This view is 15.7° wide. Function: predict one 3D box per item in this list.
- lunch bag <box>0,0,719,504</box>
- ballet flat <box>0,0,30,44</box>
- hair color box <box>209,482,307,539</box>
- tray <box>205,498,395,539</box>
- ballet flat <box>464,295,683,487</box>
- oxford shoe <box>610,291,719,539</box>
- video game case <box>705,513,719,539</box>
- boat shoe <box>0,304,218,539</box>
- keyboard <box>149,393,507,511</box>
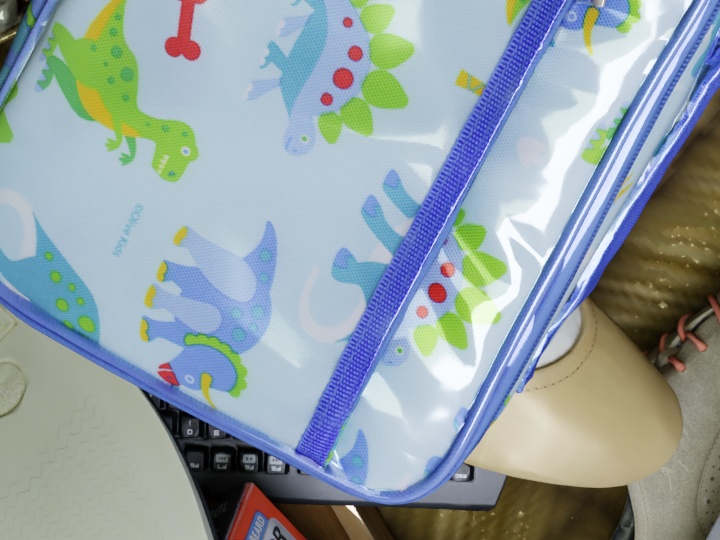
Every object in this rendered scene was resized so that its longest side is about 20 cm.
[{"bbox_3d":[0.003,-0.054,0.652,0.160,0.082,0.201,32,106,6],"label":"lunch bag"},{"bbox_3d":[-0.078,-0.108,0.759,0.199,0.071,0.071,-24,100,8],"label":"ballet flat"},{"bbox_3d":[-0.011,0.171,0.764,0.111,0.064,0.200,-35,106,27],"label":"hair color box"},{"bbox_3d":[-0.048,0.083,0.813,0.098,0.037,0.201,-29,100,8],"label":"tray"},{"bbox_3d":[0.000,0.000,0.727,0.199,0.069,0.063,22,140,7],"label":"ballet flat"},{"bbox_3d":[0.111,0.035,0.775,0.074,0.070,0.201,15,102,3],"label":"oxford shoe"},{"bbox_3d":[0.174,0.121,0.760,0.181,0.023,0.201,14,127,-11],"label":"video game case"},{"bbox_3d":[-0.090,0.044,0.708,0.074,0.063,0.202,-42,63,4],"label":"boat shoe"},{"bbox_3d":[-0.051,0.048,0.768,0.199,0.040,0.105,2,101,4],"label":"keyboard"}]
